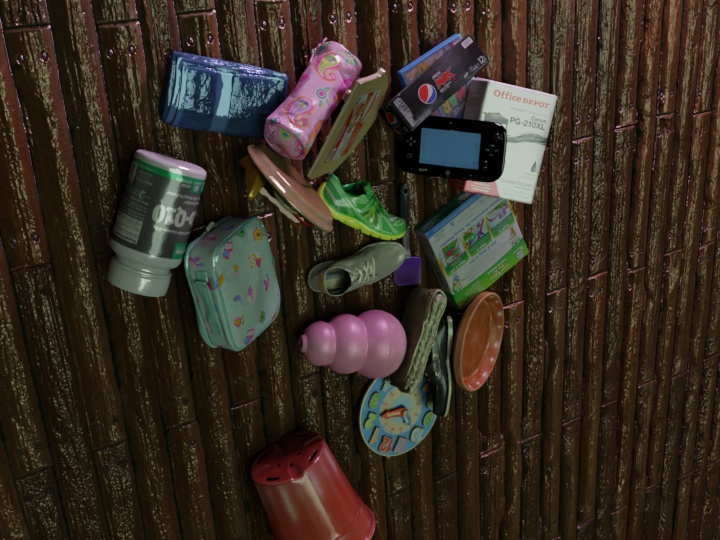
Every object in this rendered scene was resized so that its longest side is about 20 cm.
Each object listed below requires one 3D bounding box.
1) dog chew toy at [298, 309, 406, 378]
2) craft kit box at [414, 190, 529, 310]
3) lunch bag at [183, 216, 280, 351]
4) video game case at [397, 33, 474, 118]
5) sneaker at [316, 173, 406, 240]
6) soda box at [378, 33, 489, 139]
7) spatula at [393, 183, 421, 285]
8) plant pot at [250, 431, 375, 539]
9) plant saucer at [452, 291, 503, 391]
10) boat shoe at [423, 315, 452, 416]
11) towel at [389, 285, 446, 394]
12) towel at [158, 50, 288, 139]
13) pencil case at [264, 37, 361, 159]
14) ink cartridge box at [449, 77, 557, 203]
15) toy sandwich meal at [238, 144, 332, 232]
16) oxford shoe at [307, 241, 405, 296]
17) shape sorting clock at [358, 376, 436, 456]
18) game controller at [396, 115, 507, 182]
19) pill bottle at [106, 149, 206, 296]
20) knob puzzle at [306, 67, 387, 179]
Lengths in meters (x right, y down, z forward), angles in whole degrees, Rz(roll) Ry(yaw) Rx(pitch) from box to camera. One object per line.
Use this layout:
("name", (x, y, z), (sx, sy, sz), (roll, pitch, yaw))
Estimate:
("dog chew toy", (-0.017, 0.134, 1.532), (0.197, 0.124, 0.127), (2, 106, -23))
("craft kit box", (0.224, -0.058, 1.655), (0.199, 0.048, 0.199), (-37, 120, -15))
("lunch bag", (-0.209, 0.018, 1.356), (0.160, 0.076, 0.203), (-45, 133, -48))
("video game case", (0.157, -0.306, 1.539), (0.142, 0.018, 0.202), (-36, 122, -17))
("sneaker", (0.011, -0.111, 1.484), (0.198, 0.074, 0.085), (21, 100, -35))
("soda box", (0.127, -0.317, 1.450), (0.200, 0.071, 0.064), (-42, 99, -16))
("spatula", (0.085, -0.064, 1.578), (0.056, 0.021, 0.203), (-8, 109, -12))
("plant pot", (-0.098, 0.418, 1.545), (0.199, 0.200, 0.198), (-30, 112, -19))
("plant saucer", (0.236, 0.142, 1.699), (0.200, 0.032, 0.204), (-30, 126, -52))
("boat shoe", (0.149, 0.190, 1.669), (0.062, 0.074, 0.205), (-3, 99, -8))
("towel", (0.103, 0.129, 1.577), (0.036, 0.148, 0.203), (17, 88, -15))
("towel", (-0.209, -0.268, 1.308), (0.197, 0.048, 0.113), (3, 106, -33))
("pencil case", (-0.076, -0.273, 1.333), (0.087, 0.087, 0.202), (46, 62, -34))
("ink cartridge box", (0.260, -0.239, 1.543), (0.142, 0.084, 0.203), (8, 102, -16))
("toy sandwich meal", (-0.125, -0.118, 1.326), (0.070, 0.206, 0.205), (-43, 126, 10))
("oxford shoe", (0.000, 0.000, 1.523), (0.197, 0.058, 0.076), (-17, 112, -24))
("shape sorting clock", (0.081, 0.278, 1.687), (0.197, 0.039, 0.203), (-11, 113, -28))
("game controller", (0.160, -0.216, 1.484), (0.042, 0.197, 0.106), (-19, 116, -69))
("pill bottle", (-0.313, -0.071, 1.274), (0.112, 0.113, 0.203), (12, 101, -34))
("knob puzzle", (-0.016, -0.249, 1.387), (0.030, 0.220, 0.221), (34, 87, 8))
